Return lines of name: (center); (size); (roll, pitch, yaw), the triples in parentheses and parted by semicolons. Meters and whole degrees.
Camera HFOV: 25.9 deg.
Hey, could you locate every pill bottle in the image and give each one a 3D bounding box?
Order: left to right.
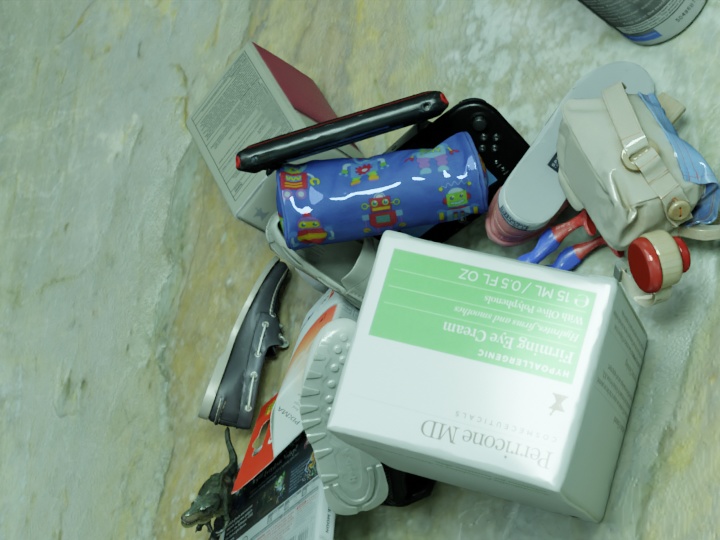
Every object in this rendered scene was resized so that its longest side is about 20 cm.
pill bottle: (0.219, -0.297, 1.412); (0.114, 0.200, 0.114); (-25, 52, 37)

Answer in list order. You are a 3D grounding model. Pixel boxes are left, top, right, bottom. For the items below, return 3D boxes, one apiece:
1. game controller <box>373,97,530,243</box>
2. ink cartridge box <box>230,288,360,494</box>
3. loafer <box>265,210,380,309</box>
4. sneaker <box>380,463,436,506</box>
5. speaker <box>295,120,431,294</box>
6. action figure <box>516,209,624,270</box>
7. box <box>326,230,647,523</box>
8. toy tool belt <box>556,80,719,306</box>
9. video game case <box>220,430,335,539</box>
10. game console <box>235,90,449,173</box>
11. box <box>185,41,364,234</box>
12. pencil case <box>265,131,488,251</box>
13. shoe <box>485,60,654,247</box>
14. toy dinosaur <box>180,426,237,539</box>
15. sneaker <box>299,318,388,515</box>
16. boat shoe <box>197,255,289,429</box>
game controller: (0.071, -0.081, 1.509); (0.200, 0.104, 0.042); (-36, 16, 26)
ink cartridge box: (-0.069, 0.109, 1.563); (0.200, 0.050, 0.162); (-43, 15, 27)
loafer: (0.000, 0.000, 1.503); (0.070, 0.199, 0.070); (141, 153, -88)
sneaker: (0.051, 0.124, 1.452); (0.114, 0.076, 0.201); (12, 89, 46)
speaker: (0.016, -0.062, 1.601); (0.200, 0.081, 0.081); (-40, 44, 25)
action figure: (0.142, 0.029, 1.418); (0.200, 0.065, 0.099); (-30, 40, 34)
box: (0.108, 0.089, 1.267); (0.198, 0.200, 0.172); (13, 80, 21)
toy tool belt: (0.254, -0.074, 1.313); (0.122, 0.125, 0.200); (-15, 49, -12)
video game case: (-0.080, 0.233, 1.532); (0.200, 0.023, 0.182); (-43, 31, 42)
game console: (-0.017, -0.128, 1.465); (0.199, 0.031, 0.177); (-17, 7, 1)
box: (-0.094, -0.139, 1.744); (0.128, 0.109, 0.200); (-49, 41, 16)
pencil case: (0.017, -0.074, 1.437); (0.199, 0.078, 0.087); (-10, 36, 2)
shoe: (0.188, -0.106, 1.441); (0.200, 0.071, 0.091); (-49, -2, -18)
toy dinosaur: (-0.148, 0.235, 1.581); (0.200, 0.047, 0.089); (-79, 3, -75)
sneaker: (-0.019, 0.119, 1.376); (0.081, 0.076, 0.201); (-105, 12, -56)
boat shoe: (-0.111, 0.080, 1.692); (0.073, 0.062, 0.201); (114, 178, -66)
